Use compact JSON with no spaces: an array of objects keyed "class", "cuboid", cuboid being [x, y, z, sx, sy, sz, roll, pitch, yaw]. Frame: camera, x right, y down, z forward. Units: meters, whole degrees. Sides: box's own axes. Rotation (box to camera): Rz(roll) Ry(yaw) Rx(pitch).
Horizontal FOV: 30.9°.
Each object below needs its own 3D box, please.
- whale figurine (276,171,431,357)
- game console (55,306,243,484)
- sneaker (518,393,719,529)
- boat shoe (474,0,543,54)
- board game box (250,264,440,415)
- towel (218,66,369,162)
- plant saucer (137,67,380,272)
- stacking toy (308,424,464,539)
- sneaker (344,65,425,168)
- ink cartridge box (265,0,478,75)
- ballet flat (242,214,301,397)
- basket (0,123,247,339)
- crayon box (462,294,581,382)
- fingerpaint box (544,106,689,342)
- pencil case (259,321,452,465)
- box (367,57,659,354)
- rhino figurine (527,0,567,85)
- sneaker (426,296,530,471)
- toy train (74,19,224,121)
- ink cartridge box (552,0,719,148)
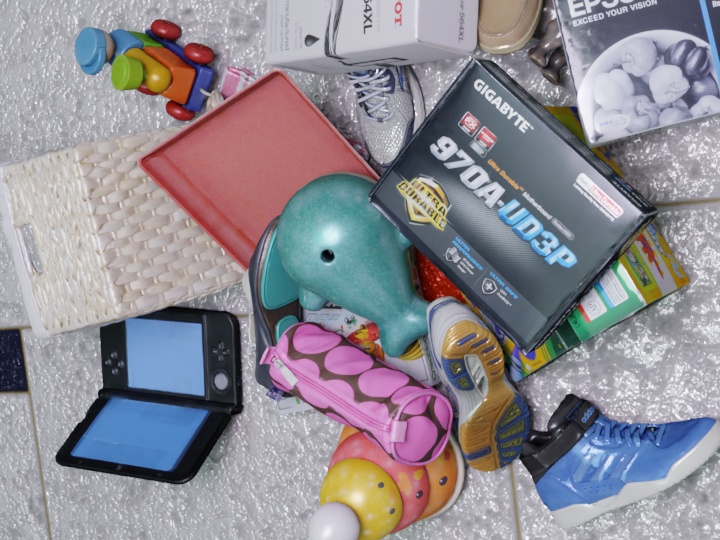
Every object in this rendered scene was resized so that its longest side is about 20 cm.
[{"class":"whale figurine","cuboid":[0.000,0.000,1.293,0.159,0.104,0.200,-32,98,19]},{"class":"game console","cuboid":[-0.247,0.135,1.496,0.199,0.116,0.177,4,100,29]},{"class":"sneaker","cuboid":[0.240,0.162,1.245,0.200,0.077,0.111,-34,90,36]},{"class":"boat shoe","cuboid":[0.128,-0.292,1.191,0.071,0.065,0.201,-3,66,17]},{"class":"board game box","cuboid":[-0.016,0.077,1.403,0.199,0.035,0.127,-15,91,30]},{"class":"towel","cuboid":[-0.095,-0.116,1.421,0.200,0.030,0.147,34,113,21]},{"class":"plant saucer","cuboid":[-0.092,-0.100,1.343,0.200,0.037,0.200,-28,121,28]},{"class":"stacking toy","cuboid":[0.008,0.228,1.310,0.146,0.200,0.147,10,115,23]},{"class":"sneaker","cuboid":[0.012,-0.201,1.315,0.077,0.085,0.201,-1,98,30]},{"class":"ink cartridge box","cuboid":[0.008,-0.266,1.206,0.200,0.084,0.147,0,88,45]},{"class":"ballet flat","cuboid":[-0.095,0.037,1.379,0.073,0.073,0.201,5,109,29]},{"class":"basket","cuboid":[-0.258,-0.047,1.407,0.161,0.200,0.199,-13,92,46]},{"class":"crayon box","cuboid":[0.139,-0.002,1.258,0.200,0.051,0.126,60,156,9]},{"class":"fingerpaint box","cuboid":[0.200,-0.047,1.184,0.073,0.167,0.200,-34,81,26]},{"class":"pencil case","cuboid":[-0.006,0.122,1.296,0.200,0.094,0.091,24,93,40]},{"class":"box","cuboid":[0.125,-0.055,1.102,0.200,0.046,0.159,46,114,16]},{"class":"rhino figurine","cuboid":[0.192,-0.224,1.220,0.200,0.060,0.088,34,89,20]},{"class":"sneaker","cuboid":[0.115,0.110,1.301,0.075,0.088,0.201,-19,126,-7]},{"class":"toy train","cuboid":[-0.214,-0.206,1.402,0.200,0.115,0.085,38,116,38]},{"class":"ink cartridge box","cuboid":[0.274,-0.229,1.151,0.197,0.043,0.201,-14,90,10]}]
